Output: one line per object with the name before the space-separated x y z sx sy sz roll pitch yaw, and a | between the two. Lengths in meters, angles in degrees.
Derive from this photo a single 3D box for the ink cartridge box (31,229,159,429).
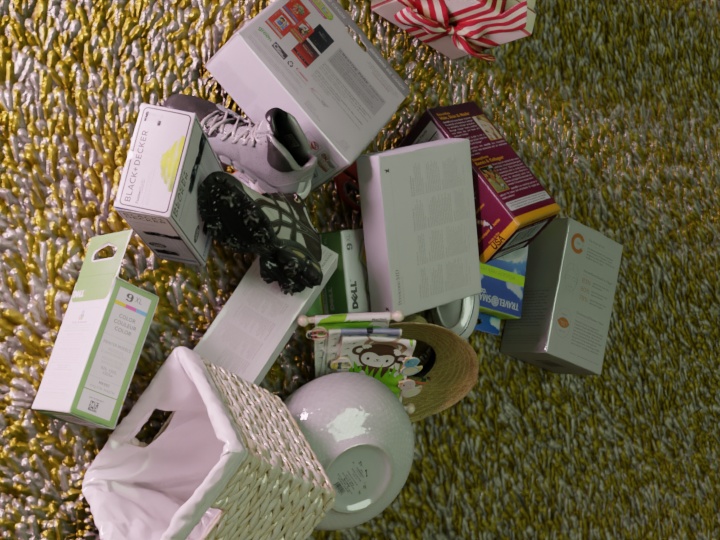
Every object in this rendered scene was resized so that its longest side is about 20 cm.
ink cartridge box | -0.275 0.064 1.172 0.059 0.103 0.202 26 71 -33

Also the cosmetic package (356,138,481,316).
cosmetic package | 0.075 -0.055 1.369 0.150 0.051 0.203 -15 105 -38

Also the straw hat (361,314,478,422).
straw hat | 0.050 0.103 1.403 0.200 0.201 0.086 34 34 -30

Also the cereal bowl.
cereal bowl | -0.018 0.230 1.321 0.198 0.083 0.203 -10 115 -22

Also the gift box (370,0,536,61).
gift box | 0.137 -0.399 1.464 0.183 0.199 0.189 21 76 -29

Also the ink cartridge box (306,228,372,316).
ink cartridge box | 0.000 0.000 1.402 0.198 0.059 0.105 -5 90 -38

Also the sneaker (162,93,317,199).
sneaker | -0.131 -0.165 1.255 0.199 0.116 0.075 31 59 -4

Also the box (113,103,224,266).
box | -0.201 -0.086 1.185 0.059 0.200 0.118 11 76 6

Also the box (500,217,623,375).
box | 0.297 0.040 1.612 0.124 0.097 0.202 22 74 -33

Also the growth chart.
growth chart | 0.005 0.116 1.340 0.018 0.143 0.201 -96 180 -45

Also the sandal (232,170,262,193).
sandal | -0.091 -0.114 1.346 0.206 0.059 0.080 -40 108 -27

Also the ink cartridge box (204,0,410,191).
ink cartridge box | -0.058 -0.233 1.338 0.200 0.084 0.176 49 48 -11

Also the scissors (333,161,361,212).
scissors | -0.046 -0.141 1.416 0.199 0.014 0.074 29 70 -33

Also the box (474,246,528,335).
box | 0.180 -0.017 1.559 0.121 0.047 0.203 15 77 -35

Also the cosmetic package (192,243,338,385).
cosmetic package | -0.112 0.048 1.298 0.082 0.051 0.201 30 71 10

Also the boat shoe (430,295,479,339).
boat shoe | 0.114 -0.006 1.481 0.065 0.073 0.203 24 56 -62

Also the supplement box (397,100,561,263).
supplement box | 0.156 -0.121 1.458 0.110 0.086 0.201 -18 66 -47

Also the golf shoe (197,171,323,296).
golf shoe | -0.110 -0.059 1.229 0.200 0.077 0.095 50 39 -43

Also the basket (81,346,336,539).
basket | -0.162 0.227 1.157 0.160 0.200 0.199 30 101 -38
